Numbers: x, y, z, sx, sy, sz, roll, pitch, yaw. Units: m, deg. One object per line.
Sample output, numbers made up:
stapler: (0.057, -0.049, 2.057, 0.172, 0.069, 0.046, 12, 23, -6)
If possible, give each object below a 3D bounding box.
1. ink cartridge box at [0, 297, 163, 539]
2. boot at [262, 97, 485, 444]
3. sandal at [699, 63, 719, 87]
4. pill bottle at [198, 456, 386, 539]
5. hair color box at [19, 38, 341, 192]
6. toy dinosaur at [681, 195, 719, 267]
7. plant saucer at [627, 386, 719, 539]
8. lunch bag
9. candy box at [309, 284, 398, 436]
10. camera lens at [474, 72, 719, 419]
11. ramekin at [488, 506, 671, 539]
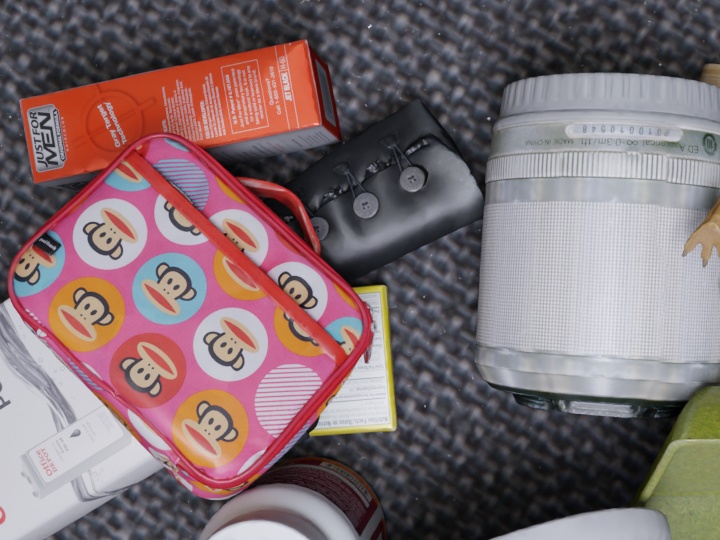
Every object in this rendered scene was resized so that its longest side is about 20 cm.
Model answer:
ink cartridge box: (-0.188, 0.080, 0.813, 0.199, 0.083, 0.147, -31, 82, 4)
boot: (0.000, -0.001, 0.811, 0.199, 0.066, 0.166, -28, 80, -6)
sandal: (0.334, -0.126, 0.781, 0.210, 0.078, 0.070, 15, 94, 13)
pill bottle: (-0.045, 0.186, 0.760, 0.108, 0.200, 0.111, 0, 89, 7)
hair color box: (-0.120, -0.103, 0.824, 0.198, 0.102, 0.062, -11, 88, 6)
toy dinosaur: (0.226, -0.033, 0.686, 0.060, 0.106, 0.202, 6, 110, 24)
plant saucer: (0.263, 0.121, 0.728, 0.198, 0.201, 0.048, -1, 60, -1)
lunch bag: (-0.094, 0.019, 0.732, 0.200, 0.082, 0.176, 42, 71, 5)
candy box: (-0.075, 0.069, 0.852, 0.198, 0.026, 0.103, -4, 88, 7)
camera lens: (0.156, -0.013, 0.758, 0.158, 0.160, 0.202, 4, 90, 7)
ramekin: (0.106, 0.225, 0.710, 0.199, 0.201, 0.098, -22, 63, 6)
